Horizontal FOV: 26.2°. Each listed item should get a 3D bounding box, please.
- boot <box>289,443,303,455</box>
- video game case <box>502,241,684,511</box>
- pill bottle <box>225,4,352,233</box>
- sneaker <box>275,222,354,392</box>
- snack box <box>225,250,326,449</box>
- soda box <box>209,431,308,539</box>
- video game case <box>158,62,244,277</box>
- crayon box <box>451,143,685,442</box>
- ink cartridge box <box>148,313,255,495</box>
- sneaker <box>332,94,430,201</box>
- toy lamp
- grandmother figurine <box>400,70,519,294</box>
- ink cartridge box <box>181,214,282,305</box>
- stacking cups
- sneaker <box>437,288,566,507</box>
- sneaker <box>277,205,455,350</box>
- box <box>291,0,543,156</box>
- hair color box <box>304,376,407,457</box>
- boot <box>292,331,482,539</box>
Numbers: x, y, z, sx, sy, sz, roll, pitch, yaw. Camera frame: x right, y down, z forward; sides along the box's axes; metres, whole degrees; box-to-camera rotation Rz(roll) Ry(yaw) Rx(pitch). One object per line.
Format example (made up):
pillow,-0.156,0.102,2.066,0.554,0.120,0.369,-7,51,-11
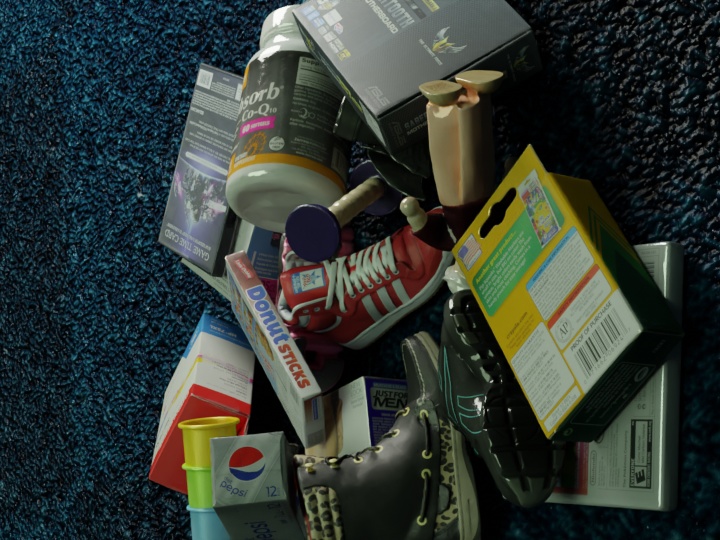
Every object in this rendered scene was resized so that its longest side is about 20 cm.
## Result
boot,-0.086,0.248,1.527,0.199,0.072,0.156,13,92,58
video game case,0.182,0.084,1.224,0.182,0.023,0.202,-7,78,54
pill bottle,-0.061,-0.147,1.486,0.116,0.116,0.202,-28,48,49
sneaker,-0.060,0.022,1.545,0.095,0.078,0.202,174,103,-66
snack box,-0.082,0.072,1.459,0.072,0.024,0.201,87,159,-46
soda box,-0.085,0.209,1.382,0.200,0.068,0.064,77,-173,-63
video game case,-0.156,-0.108,1.619,0.143,0.019,0.202,27,106,56
crayon box,0.157,0.016,1.208,0.126,0.051,0.201,-55,44,33
ink cartridge box,-0.162,0.149,1.591,0.200,0.067,0.117,-91,26,-62
sneaker,0.040,-0.154,1.438,0.201,0.103,0.060,-66,-5,-45
toy lamp,-0.005,-0.061,1.388,0.058,0.200,0.059,8,111,22
grandmother figurine,0.089,-0.060,1.299,0.061,0.120,0.202,-135,33,-64
ink cartridge box,-0.106,-0.076,1.618,0.136,0.076,0.202,33,112,53
stacking cups,-0.134,0.242,1.470,0.060,0.060,0.202,-3,93,54
sneaker,0.110,0.112,1.254,0.080,0.075,0.201,114,150,-44
sneaker,0.000,0.000,1.417,0.200,0.112,0.072,-46,39,39
box,0.047,-0.207,1.377,0.157,0.051,0.200,-29,46,-5
hair color box,0.005,0.209,1.413,0.109,0.064,0.202,-31,57,49
boot,0.016,0.157,1.328,0.073,0.149,0.202,97,163,-70
